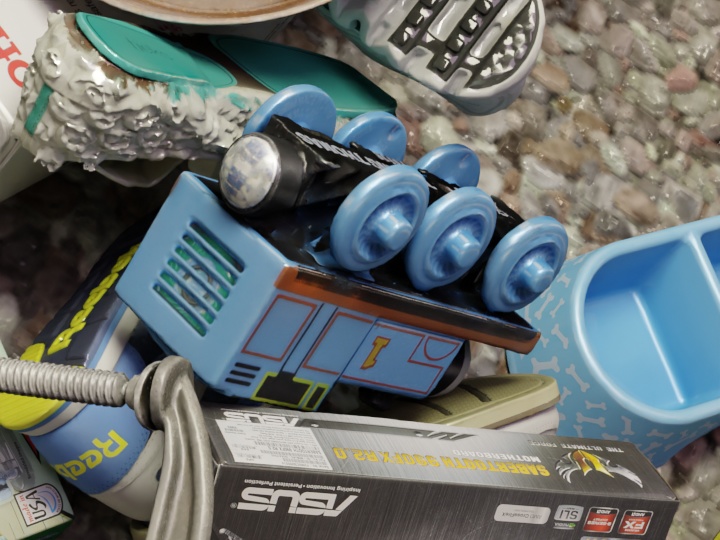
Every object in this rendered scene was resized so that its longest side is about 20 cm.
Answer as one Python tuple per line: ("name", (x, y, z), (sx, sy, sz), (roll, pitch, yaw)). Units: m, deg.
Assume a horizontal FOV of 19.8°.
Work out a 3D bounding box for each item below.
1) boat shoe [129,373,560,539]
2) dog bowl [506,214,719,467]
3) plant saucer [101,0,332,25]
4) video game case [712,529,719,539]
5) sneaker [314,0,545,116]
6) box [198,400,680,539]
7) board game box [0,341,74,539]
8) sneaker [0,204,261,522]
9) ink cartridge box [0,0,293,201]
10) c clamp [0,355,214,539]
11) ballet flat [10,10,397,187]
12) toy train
("boat shoe", (0.001, 0.102, 0.882), (0.199, 0.075, 0.069), (-21, 101, -20))
("dog bowl", (0.166, 0.028, 1.008), (0.199, 0.050, 0.112), (-14, 75, -30))
("plant saucer", (-0.055, -0.182, 0.846), (0.199, 0.035, 0.201), (0, 67, 1))
("video game case", (0.257, 0.160, 0.980), (0.181, 0.025, 0.200), (-45, 106, -35))
("sneaker", (-0.006, -0.135, 0.892), (0.200, 0.081, 0.075), (43, 86, 13))
("box", (0.009, 0.138, 0.820), (0.199, 0.159, 0.048), (8, 23, -24))
("board game box", (-0.214, 0.034, 0.827), (0.134, 0.029, 0.201), (-18, 77, -33))
("sneaker", (-0.074, 0.023, 0.877), (0.082, 0.074, 0.200), (50, 47, -17))
("ink cartridge box", (-0.137, -0.128, 0.889), (0.145, 0.084, 0.200), (52, 46, 3))
("c clamp", (-0.137, 0.061, 0.760), (0.199, 0.027, 0.171), (11, 72, 23))
("ballet flat", (-0.065, -0.063, 0.835), (0.200, 0.072, 0.072), (5, 63, -53))
("toy train", (0.000, 0.000, 0.830), (0.087, 0.114, 0.200), (43, 16, 33))
